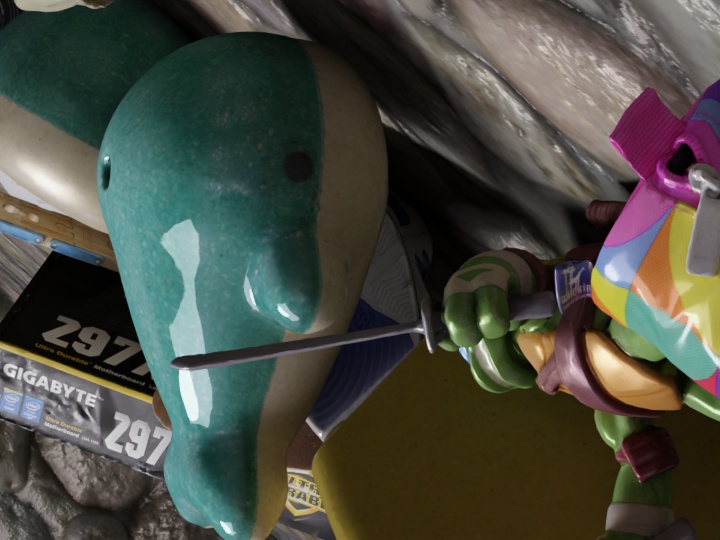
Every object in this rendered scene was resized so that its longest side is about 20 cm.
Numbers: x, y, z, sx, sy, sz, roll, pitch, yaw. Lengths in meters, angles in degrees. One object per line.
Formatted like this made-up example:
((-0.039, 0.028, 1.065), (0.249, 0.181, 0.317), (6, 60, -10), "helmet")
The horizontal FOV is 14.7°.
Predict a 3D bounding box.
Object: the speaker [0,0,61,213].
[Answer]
((-0.194, -0.095, 1.606), (0.081, 0.081, 0.200), (36, 170, 25), "speaker")

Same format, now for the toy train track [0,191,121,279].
((-0.127, -0.021, 1.387), (0.199, 0.033, 0.115), (20, -150, -23), "toy train track")

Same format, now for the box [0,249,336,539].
((-0.077, 0.050, 1.420), (0.199, 0.050, 0.160), (20, -150, 4), "box")

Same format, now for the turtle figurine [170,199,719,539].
((0.083, 0.056, 0.930), (0.193, 0.199, 0.145), (-7, 103, 47), "turtle figurine")

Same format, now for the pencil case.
((0.154, 0.027, 0.787), (0.200, 0.089, 0.088), (36, 170, 18), "pencil case")

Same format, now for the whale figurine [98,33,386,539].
((-0.059, 0.004, 1.112), (0.103, 0.201, 0.159), (9, -178, -21), "whale figurine")

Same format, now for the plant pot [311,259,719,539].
((0.092, 0.111, 1.096), (0.200, 0.196, 0.194), (41, 171, 18), "plant pot")

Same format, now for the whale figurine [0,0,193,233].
((-0.091, -0.067, 1.342), (0.199, 0.104, 0.159), (22, -173, -32), "whale figurine")

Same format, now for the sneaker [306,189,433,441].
((0.000, -0.001, 1.241), (0.115, 0.080, 0.200), (36, -160, -47), "sneaker")

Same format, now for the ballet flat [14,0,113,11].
((-0.108, -0.141, 1.151), (0.069, 0.070, 0.200), (42, 172, -8), "ballet flat")

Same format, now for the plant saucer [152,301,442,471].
((0.001, 0.048, 1.313), (0.200, 0.199, 0.035), (25, 119, 58), "plant saucer")
